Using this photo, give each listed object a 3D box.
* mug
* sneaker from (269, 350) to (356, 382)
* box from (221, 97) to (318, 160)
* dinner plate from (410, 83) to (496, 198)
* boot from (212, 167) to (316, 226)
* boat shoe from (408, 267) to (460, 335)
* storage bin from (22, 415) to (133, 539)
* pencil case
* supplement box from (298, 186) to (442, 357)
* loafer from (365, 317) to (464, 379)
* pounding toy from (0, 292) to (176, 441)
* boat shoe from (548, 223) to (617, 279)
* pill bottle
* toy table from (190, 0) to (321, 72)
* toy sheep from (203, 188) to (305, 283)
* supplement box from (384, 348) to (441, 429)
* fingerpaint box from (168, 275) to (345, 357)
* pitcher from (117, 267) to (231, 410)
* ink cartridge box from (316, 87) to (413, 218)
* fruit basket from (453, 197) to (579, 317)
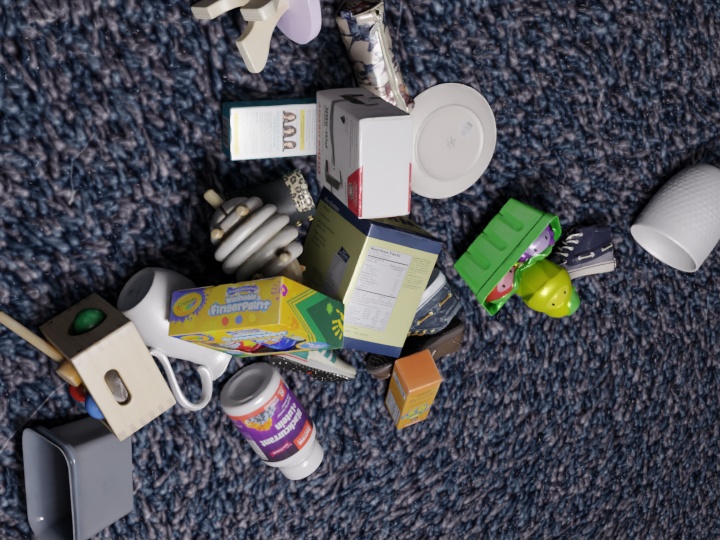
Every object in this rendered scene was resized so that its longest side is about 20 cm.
[{"bbox_3d":[0.635,-0.101,1.809,0.176,0.147,0.200,-53,152,-6],"label":"mug"},{"bbox_3d":[-0.073,0.133,1.601,0.200,0.070,0.094,23,65,-46],"label":"sneaker"},{"bbox_3d":[-0.112,-0.222,1.450,0.199,0.049,0.083,-7,113,-23],"label":"box"},{"bbox_3d":[0.148,-0.216,1.591,0.200,0.024,0.201,-10,114,-23],"label":"dinner plate"},{"bbox_3d":[-0.136,-0.052,1.489,0.153,0.073,0.204,-23,115,-9],"label":"boot"},{"bbox_3d":[0.090,0.092,1.659,0.200,0.071,0.091,-41,117,-7],"label":"boat shoe"},{"bbox_3d":[-0.443,0.324,1.481,0.134,0.145,0.201,-20,121,-48],"label":"storage bin"},{"bbox_3d":[0.025,-0.323,1.451,0.078,0.089,0.200,-28,120,-13],"label":"pencil case"},{"bbox_3d":[0.000,0.000,1.505,0.134,0.200,0.200,13,105,-29],"label":"supplement box"},{"bbox_3d":[0.105,0.154,1.691,0.199,0.073,0.071,-22,118,-15],"label":"loafer"},{"bbox_3d":[-0.409,0.131,1.394,0.142,0.184,0.200,-35,122,-23],"label":"pounding toy"},{"bbox_3d":[0.388,-0.034,1.758,0.199,0.075,0.093,-11,102,-23],"label":"boat shoe"},{"bbox_3d":[-0.145,0.262,1.596,0.111,0.111,0.200,-36,121,-8],"label":"pill bottle"},{"bbox_3d":[-0.148,-0.388,1.307,0.117,0.184,0.200,-41,114,-25],"label":"toy table"},{"bbox_3d":[-0.158,-0.044,1.378,0.138,0.138,0.200,-38,92,-6],"label":"toy sheep"},{"bbox_3d":[0.091,0.212,1.652,0.066,0.069,0.200,-19,157,-13],"label":"supplement box"},{"bbox_3d":[-0.150,0.073,1.368,0.167,0.199,0.074,28,59,-55],"label":"fingerpaint box"},{"bbox_3d":[-0.283,0.104,1.444,0.200,0.121,0.172,44,47,-36],"label":"pitcher"},{"bbox_3d":[0.001,-0.177,1.376,0.083,0.200,0.147,-7,113,-19],"label":"ink cartridge box"},{"bbox_3d":[0.295,0.004,1.647,0.216,0.215,0.155,-50,160,1],"label":"fruit basket"}]
